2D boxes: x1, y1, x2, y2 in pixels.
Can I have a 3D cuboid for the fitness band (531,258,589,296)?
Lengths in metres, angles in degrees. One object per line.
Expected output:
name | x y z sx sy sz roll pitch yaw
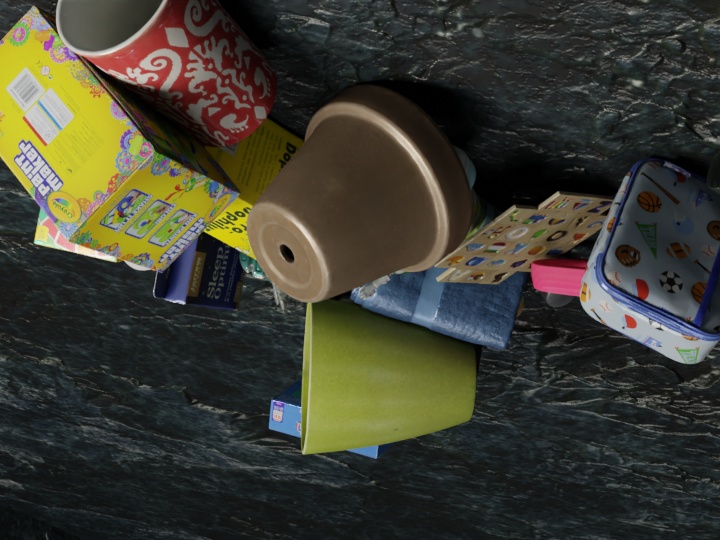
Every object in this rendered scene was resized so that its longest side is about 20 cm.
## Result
fitness band | 0.273 0.002 1.579 0.143 0.038 0.200 -12 -172 -30

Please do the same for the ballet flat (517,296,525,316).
ballet flat | 0.104 0.016 1.793 0.199 0.068 0.073 10 135 8

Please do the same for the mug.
mug | -0.180 -0.226 1.396 0.133 0.178 0.200 -35 143 11

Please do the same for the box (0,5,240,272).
box | -0.251 -0.122 1.423 0.200 0.122 0.193 49 -171 20

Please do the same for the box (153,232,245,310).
box | -0.178 -0.018 1.705 0.032 0.122 0.200 11 179 18

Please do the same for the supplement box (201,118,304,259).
supplement box | -0.127 -0.098 1.608 0.200 0.110 0.109 29 152 -31

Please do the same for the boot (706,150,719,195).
boot | 0.448 -0.078 1.381 0.168 0.077 0.200 27 160 -18

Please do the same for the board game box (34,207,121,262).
board game box | -0.282 -0.117 1.563 0.095 0.201 0.030 12 -177 7

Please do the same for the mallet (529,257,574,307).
mallet | 0.283 0.038 1.733 0.199 0.066 0.041 25 119 -28

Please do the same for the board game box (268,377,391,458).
board game box | -0.009 0.175 1.917 0.151 0.045 0.200 13 -161 20

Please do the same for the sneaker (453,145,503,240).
sneaker | 0.116 -0.069 1.584 0.130 0.080 0.200 21 164 -11

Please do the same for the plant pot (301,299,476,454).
plant pot | 0.033 0.128 1.747 0.199 0.188 0.187 3 156 -4

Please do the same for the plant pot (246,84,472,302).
plant pot | -0.017 -0.061 1.463 0.200 0.174 0.201 31 140 30

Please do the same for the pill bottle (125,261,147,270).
pill bottle | -0.280 -0.101 1.672 0.111 0.111 0.200 -5 141 35

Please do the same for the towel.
towel | 0.095 0.016 1.724 0.199 0.112 0.049 18 167 -4

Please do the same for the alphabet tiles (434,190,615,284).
alphabet tiles | 0.180 -0.033 1.590 0.166 0.006 0.200 2 152 -41

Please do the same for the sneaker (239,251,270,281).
sneaker | -0.047 -0.014 1.783 0.199 0.078 0.091 5 166 -4

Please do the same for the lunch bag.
lunch bag | 0.314 -0.014 1.448 0.160 0.200 0.076 25 147 5

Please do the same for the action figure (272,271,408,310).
action figure | 0.000 0.000 1.656 0.199 0.055 0.118 -14 -169 -9

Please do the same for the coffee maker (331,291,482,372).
coffee maker | 0.059 0.090 1.914 0.199 0.135 0.192 11 -164 9
